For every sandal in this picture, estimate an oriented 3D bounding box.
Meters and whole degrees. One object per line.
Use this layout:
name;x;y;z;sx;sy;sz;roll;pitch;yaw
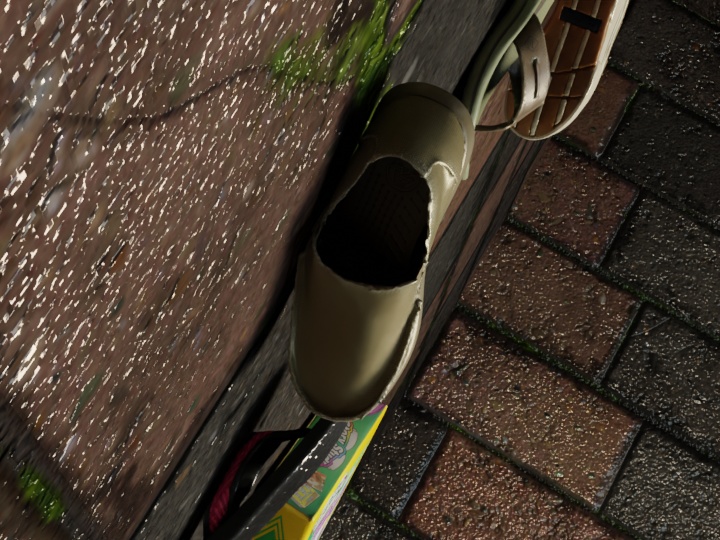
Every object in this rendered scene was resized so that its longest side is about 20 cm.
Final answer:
sandal;0.122;-0.158;0.972;0.203;0.057;0.080;-60;173;-5
sandal;-0.080;0.149;0.849;0.200;0.045;0.075;-46;166;-5

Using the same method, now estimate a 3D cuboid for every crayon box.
crayon box;-0.060;0.222;1.199;0.174;0.058;0.200;-66;172;29

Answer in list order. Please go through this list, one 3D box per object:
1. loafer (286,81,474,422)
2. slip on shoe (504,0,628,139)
loafer;0.000;0.000;0.675;0.067;0.075;0.202;-47;155;-60
slip on shoe;0.190;-0.211;1.148;0.061;0.075;0.202;-35;147;-60
